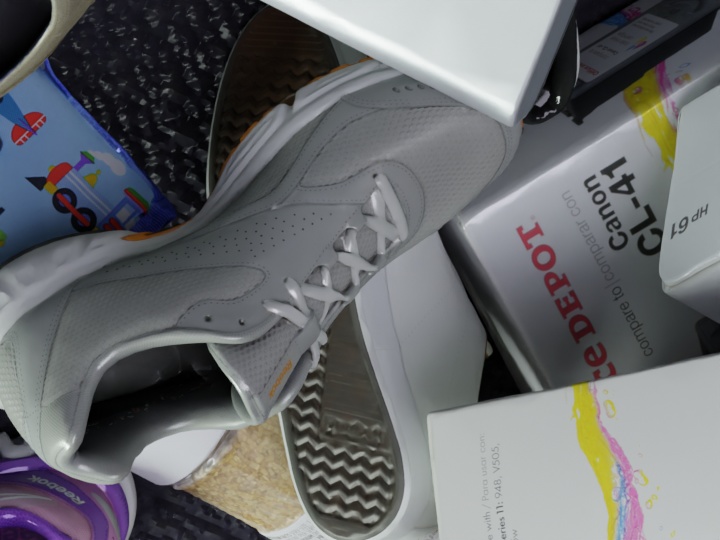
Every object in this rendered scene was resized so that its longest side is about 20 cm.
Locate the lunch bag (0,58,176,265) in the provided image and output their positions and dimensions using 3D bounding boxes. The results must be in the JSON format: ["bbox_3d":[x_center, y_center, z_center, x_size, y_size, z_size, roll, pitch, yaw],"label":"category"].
[{"bbox_3d":[-0.172,-0.013,0.903,0.151,0.094,0.200,44,78,-7],"label":"lunch bag"}]

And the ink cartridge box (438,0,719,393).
[{"bbox_3d":[0.138,-0.028,0.998,0.200,0.086,0.148,-32,117,-4],"label":"ink cartridge box"}]

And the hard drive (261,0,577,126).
[{"bbox_3d":[-0.014,-0.147,0.835,0.200,0.026,0.132,28,120,12],"label":"hard drive"}]

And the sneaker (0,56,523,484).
[{"bbox_3d":[-0.026,0.007,0.852,0.200,0.092,0.076,-32,129,-5],"label":"sneaker"}]

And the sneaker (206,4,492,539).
[{"bbox_3d":[0.000,0.000,0.964,0.085,0.073,0.200,1,78,-55],"label":"sneaker"}]

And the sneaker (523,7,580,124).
[{"bbox_3d":[0.027,-0.137,0.904,0.076,0.115,0.201,-32,116,-2],"label":"sneaker"}]

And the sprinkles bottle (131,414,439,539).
[{"bbox_3d":[-0.003,0.082,1.010,0.200,0.068,0.068,30,100,-25],"label":"sprinkles bottle"}]

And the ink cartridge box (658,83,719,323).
[{"bbox_3d":[0.222,-0.010,0.899,0.200,0.085,0.145,27,144,-26],"label":"ink cartridge box"}]

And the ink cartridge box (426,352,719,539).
[{"bbox_3d":[0.104,0.073,0.891,0.117,0.200,0.067,11,70,-51],"label":"ink cartridge box"}]

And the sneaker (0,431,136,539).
[{"bbox_3d":[-0.174,0.117,0.963,0.200,0.088,0.081,-16,116,-9],"label":"sneaker"}]

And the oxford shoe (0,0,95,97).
[{"bbox_3d":[-0.088,-0.122,0.812,0.070,0.075,0.200,25,122,-11],"label":"oxford shoe"}]
